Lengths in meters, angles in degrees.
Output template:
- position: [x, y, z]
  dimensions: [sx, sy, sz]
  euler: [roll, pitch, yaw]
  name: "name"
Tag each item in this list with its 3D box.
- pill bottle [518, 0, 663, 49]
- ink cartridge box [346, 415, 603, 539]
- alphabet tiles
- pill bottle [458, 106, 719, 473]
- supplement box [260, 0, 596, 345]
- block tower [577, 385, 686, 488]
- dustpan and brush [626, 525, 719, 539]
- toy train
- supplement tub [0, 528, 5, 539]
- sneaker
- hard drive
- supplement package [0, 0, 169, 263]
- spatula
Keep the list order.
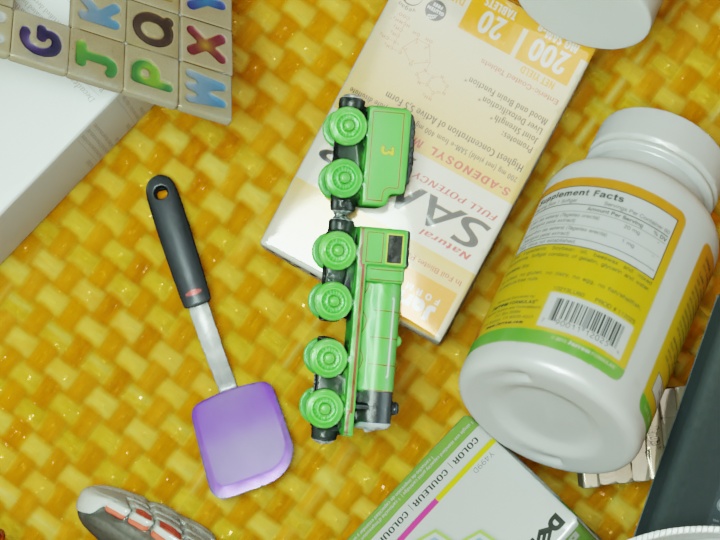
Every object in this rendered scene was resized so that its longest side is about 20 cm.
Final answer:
- position: [0.162, -0.235, 1.330]
  dimensions: [0.112, 0.113, 0.201]
  euler: [22, 67, 2]
  name: "pill bottle"
- position: [0.087, 0.205, 1.301]
  dimensions: [0.148, 0.076, 0.200]
  euler: [-46, 55, -2]
  name: "ink cartridge box"
- position: [-0.149, -0.185, 1.301]
  dimensions: [0.166, 0.008, 0.201]
  euler: [15, 52, -24]
  name: "alphabet tiles"
- position: [0.142, 0.007, 1.316]
  dimensions: [0.110, 0.111, 0.201]
  euler: [26, 61, 2]
  name: "pill bottle"
- position: [0.040, -0.072, 1.365]
  dimensions: [0.125, 0.074, 0.201]
  euler: [27, 87, 2]
  name: "supplement box"
- position: [0.227, 0.091, 1.363]
  dimensions: [0.198, 0.054, 0.058]
  euler: [-5, 87, -1]
  name: "block tower"
- position: [0.131, 0.197, 1.239]
  dimensions: [0.198, 0.057, 0.141]
  euler: [10, 84, 11]
  name: "dustpan and brush"
- position: [0.000, 0.000, 1.307]
  dimensions: [0.056, 0.042, 0.202]
  euler: [4, 89, -9]
  name: "toy train"
- position: [-0.264, 0.247, 1.321]
  dimensions: [0.121, 0.123, 0.202]
  euler: [5, 86, 1]
  name: "supplement tub"
- position: [-0.097, 0.206, 1.349]
  dimensions: [0.199, 0.077, 0.082]
  euler: [36, 93, 3]
  name: "sneaker"
- position: [0.244, 0.121, 1.319]
  dimensions: [0.138, 0.033, 0.201]
  euler: [12, 113, -9]
  name: "hard drive"
- position: [-0.217, -0.094, 1.346]
  dimensions: [0.117, 0.117, 0.200]
  euler: [44, 87, 2]
  name: "supplement package"
- position: [-0.093, 0.036, 1.384]
  dimensions: [0.056, 0.021, 0.202]
  euler: [-18, 86, 1]
  name: "spatula"
